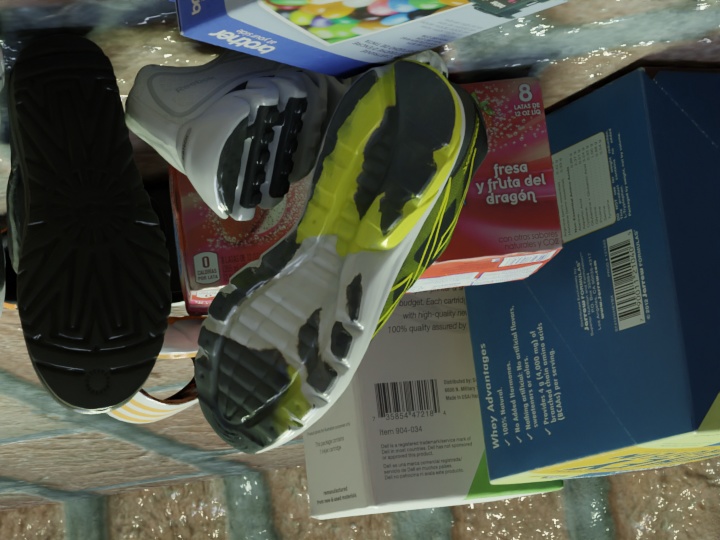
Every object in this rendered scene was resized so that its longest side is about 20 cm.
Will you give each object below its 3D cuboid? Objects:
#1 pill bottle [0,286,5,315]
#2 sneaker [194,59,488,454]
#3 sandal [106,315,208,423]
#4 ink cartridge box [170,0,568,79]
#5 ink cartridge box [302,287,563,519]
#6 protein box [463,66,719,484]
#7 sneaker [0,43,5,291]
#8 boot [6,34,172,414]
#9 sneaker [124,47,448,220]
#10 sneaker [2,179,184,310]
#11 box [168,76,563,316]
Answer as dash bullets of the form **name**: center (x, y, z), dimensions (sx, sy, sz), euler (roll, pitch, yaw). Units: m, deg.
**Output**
- **pill bottle**: center (-0.260, 0.015, 1.136), dimensions (0.111, 0.113, 0.200), euler (-3, 167, -24)
- **sneaker**: center (0.000, 0.000, 0.929), dimensions (0.201, 0.074, 0.084), euler (-56, 157, 17)
- **sandal**: center (-0.121, 0.056, 1.167), dimensions (0.078, 0.060, 0.206), euler (-1, 180, -24)
- **ink cartridge box**: center (0.012, -0.120, 0.828), dimensions (0.199, 0.042, 0.119), euler (-13, 168, 33)
- **ink cartridge box**: center (0.037, 0.047, 1.289), dimensions (0.144, 0.202, 0.084), euler (-2, 170, -29)
- **protein box**: center (0.167, 0.008, 1.180), dimensions (0.134, 0.201, 0.200), euler (-1, 168, -30)
- **sneaker**: center (-0.184, -0.038, 0.899), dimensions (0.074, 0.117, 0.200), euler (-7, 170, -2)
- **boot**: center (-0.139, -0.003, 0.973), dimensions (0.072, 0.184, 0.200), euler (0, 163, -16)
- **sneaker**: center (-0.029, -0.078, 0.966), dimensions (0.081, 0.076, 0.199), euler (27, -158, 30)
- **sneaker**: center (-0.153, -0.009, 1.197), dimensions (0.199, 0.071, 0.090), euler (-15, 171, 42)
- **box**: center (-0.001, -0.038, 1.090), dimensions (0.198, 0.097, 0.100), euler (-7, 171, -6)
